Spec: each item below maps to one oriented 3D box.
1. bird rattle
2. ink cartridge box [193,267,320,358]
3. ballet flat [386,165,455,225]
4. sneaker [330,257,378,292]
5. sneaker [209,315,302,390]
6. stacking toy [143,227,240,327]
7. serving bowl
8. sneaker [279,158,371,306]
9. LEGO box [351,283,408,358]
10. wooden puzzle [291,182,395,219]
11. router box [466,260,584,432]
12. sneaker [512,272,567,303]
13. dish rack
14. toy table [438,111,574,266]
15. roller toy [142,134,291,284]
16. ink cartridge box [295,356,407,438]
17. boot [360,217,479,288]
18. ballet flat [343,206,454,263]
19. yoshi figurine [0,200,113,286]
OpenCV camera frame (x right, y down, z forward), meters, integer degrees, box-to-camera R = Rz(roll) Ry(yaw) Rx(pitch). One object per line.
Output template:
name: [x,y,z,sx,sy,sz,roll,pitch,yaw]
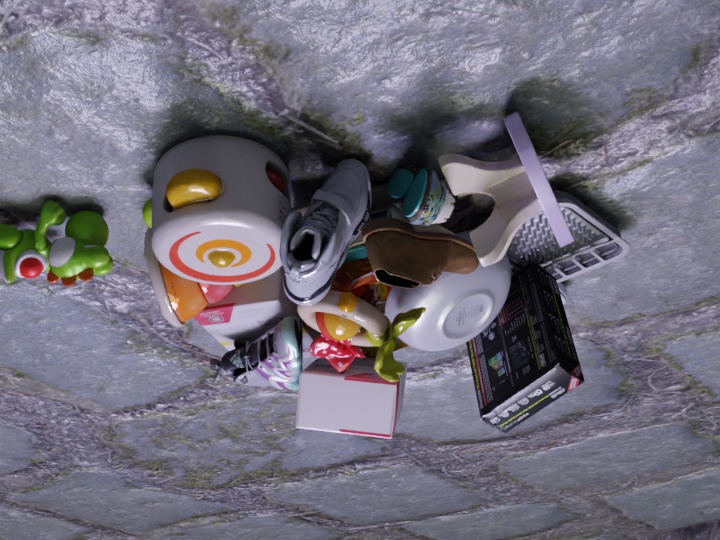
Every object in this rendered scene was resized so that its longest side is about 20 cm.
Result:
bird rattle: [-0.014,0.067,1.435,0.198,0.114,0.163,10,157,48]
ink cartridge box: [-0.153,0.062,1.625,0.142,0.085,0.201,-9,150,15]
ballet flat: [0.084,-0.091,1.334,0.073,0.076,0.200,2,-165,-8]
sneaker: [0.000,0.000,1.472,0.196,0.074,0.077,-16,152,-1]
sneaker: [-0.154,0.127,1.573,0.137,0.079,0.201,0,151,-4]
stacking toy: [-0.193,-0.014,1.496,0.196,0.148,0.147,-15,152,-1]
serving bowl: [0.135,0.043,1.501,0.197,0.066,0.202,-21,140,-19]
sneaker: [-0.041,-0.061,1.328,0.074,0.203,0.115,22,166,9]
LEGO box: [0.043,0.059,1.633,0.146,0.078,0.200,-20,159,11]
wooden puzzle: [-0.010,-0.040,1.506,0.181,0.038,0.201,-14,151,-6]
router box: [0.229,0.110,1.544,0.062,0.202,0.149,31,126,-33]
sneaker: [0.243,0.042,1.681,0.197,0.072,0.073,12,149,-26]
dish rack: [0.276,-0.050,1.545,0.170,0.044,0.199,-24,146,35]
toy table: [0.181,-0.091,1.334,0.115,0.185,0.202,-23,121,10]
roller toy: [-0.175,-0.070,1.364,0.179,0.142,0.200,9,149,-23]
ink cartridge box: [-0.009,0.184,1.602,0.142,0.086,0.200,6,-176,6]
boot: [0.081,-0.008,1.350,0.198,0.077,0.073,11,151,-42]
ballet flat: [0.025,-0.052,1.411,0.196,0.071,0.070,-8,152,1]
yoshi figurine: [-0.428,-0.041,1.469,0.196,0.114,0.112,6,-174,8]
